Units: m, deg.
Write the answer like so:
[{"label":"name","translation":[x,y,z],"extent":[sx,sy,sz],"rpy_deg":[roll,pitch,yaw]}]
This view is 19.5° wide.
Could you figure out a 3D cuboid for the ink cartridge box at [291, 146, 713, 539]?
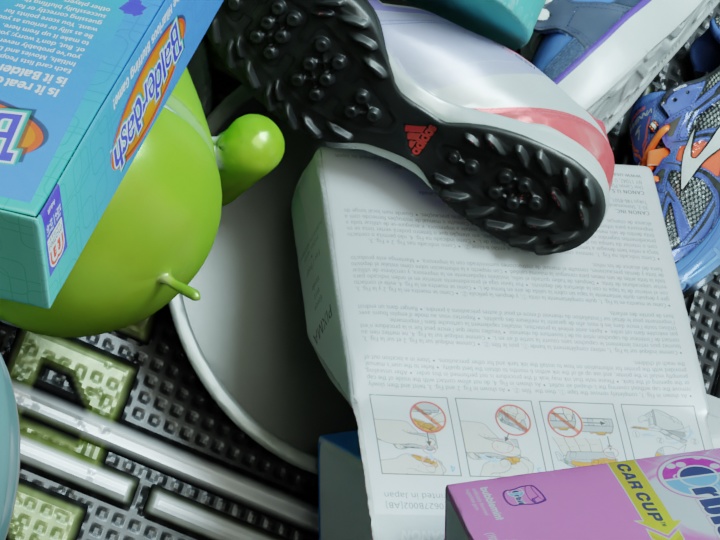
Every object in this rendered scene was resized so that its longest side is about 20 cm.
[{"label":"ink cartridge box","translation":[0.062,0.041,0.885],"extent":[0.161,0.050,0.200],"rpy_deg":[3,57,-17]}]

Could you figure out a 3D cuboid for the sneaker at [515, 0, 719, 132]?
[{"label":"sneaker","translation":[0.087,-0.147,1.002],"extent":[0.146,0.081,0.200],"rpy_deg":[39,62,10]}]

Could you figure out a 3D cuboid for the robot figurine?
[{"label":"robot figurine","translation":[-0.122,-0.057,0.846],"extent":[0.175,0.116,0.200],"rpy_deg":[0,42,-21]}]

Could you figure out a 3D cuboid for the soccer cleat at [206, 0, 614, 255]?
[{"label":"soccer cleat","translation":[0.020,-0.083,0.885],"extent":[0.200,0.068,0.073],"rpy_deg":[31,36,-8]}]

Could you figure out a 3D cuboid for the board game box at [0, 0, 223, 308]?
[{"label":"board game box","translation":[-0.145,-0.082,0.756],"extent":[0.152,0.045,0.200],"rpy_deg":[13,45,12]}]

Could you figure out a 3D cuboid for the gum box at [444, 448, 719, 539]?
[{"label":"gum box","translation":[0.093,0.175,0.810],"extent":[0.113,0.066,0.200],"rpy_deg":[-6,119,-12]}]

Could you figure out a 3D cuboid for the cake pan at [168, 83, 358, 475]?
[{"label":"cake pan","translation":[0.000,0.000,0.959],"extent":[0.200,0.037,0.201],"rpy_deg":[5,77,-22]}]

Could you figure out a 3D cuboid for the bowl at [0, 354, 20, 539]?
[{"label":"bowl","translation":[-0.202,0.071,0.790],"extent":[0.105,0.201,0.201],"rpy_deg":[8,75,-41]}]

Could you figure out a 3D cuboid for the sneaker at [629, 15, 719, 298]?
[{"label":"sneaker","translation":[0.156,-0.046,1.026],"extent":[0.078,0.075,0.200],"rpy_deg":[39,59,-2]}]

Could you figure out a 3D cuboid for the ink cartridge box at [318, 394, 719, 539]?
[{"label":"ink cartridge box","translation":[0.087,0.139,0.921],"extent":[0.200,0.084,0.146],"rpy_deg":[-6,100,-24]}]

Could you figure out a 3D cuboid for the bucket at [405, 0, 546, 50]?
[{"label":"bucket","translation":[0.010,-0.188,0.902],"extent":[0.207,0.207,0.135],"rpy_deg":[20,84,-18]}]
